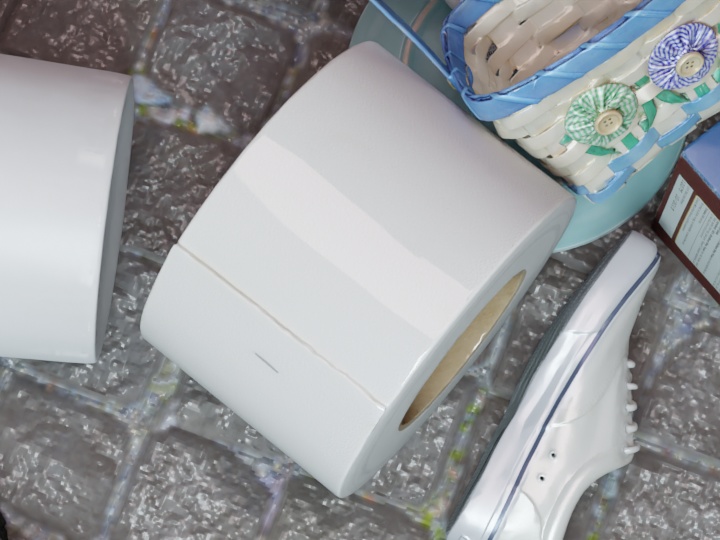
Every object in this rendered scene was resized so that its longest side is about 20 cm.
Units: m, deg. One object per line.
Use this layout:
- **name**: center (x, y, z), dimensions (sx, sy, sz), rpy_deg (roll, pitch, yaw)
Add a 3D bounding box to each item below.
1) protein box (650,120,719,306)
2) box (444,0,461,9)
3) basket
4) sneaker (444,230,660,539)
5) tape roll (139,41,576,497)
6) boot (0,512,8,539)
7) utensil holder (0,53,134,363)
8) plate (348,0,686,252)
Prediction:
- **protein box**: center (0.302, -0.027, 1.530), dimensions (0.198, 0.135, 0.200), rpy_deg (-38, 78, -11)
- **box**: center (0.083, -0.287, 1.526), dimensions (0.200, 0.199, 0.172), rpy_deg (-23, 58, 9)
- **basket**: center (0.112, -0.151, 1.462), dimensions (0.176, 0.139, 0.200), rpy_deg (-38, 114, 11)
- **sneaker**: center (0.120, 0.076, 1.538), dimensions (0.071, 0.073, 0.200), rpy_deg (29, 85, -3)
- **tape roll**: center (0.000, 0.000, 1.482), dimensions (0.139, 0.203, 0.203), rpy_deg (38, 77, 8)
- **boot**: center (-0.220, 0.197, 1.500), dimensions (0.131, 0.068, 0.200), rpy_deg (-40, 71, -6)
- **utensil holder**: center (-0.229, -0.041, 1.507), dimensions (0.199, 0.170, 0.170), rpy_deg (6, 74, -1)
- **plate**: center (0.090, -0.107, 1.605), dimensions (0.200, 0.026, 0.201), rpy_deg (0, 75, -1)
